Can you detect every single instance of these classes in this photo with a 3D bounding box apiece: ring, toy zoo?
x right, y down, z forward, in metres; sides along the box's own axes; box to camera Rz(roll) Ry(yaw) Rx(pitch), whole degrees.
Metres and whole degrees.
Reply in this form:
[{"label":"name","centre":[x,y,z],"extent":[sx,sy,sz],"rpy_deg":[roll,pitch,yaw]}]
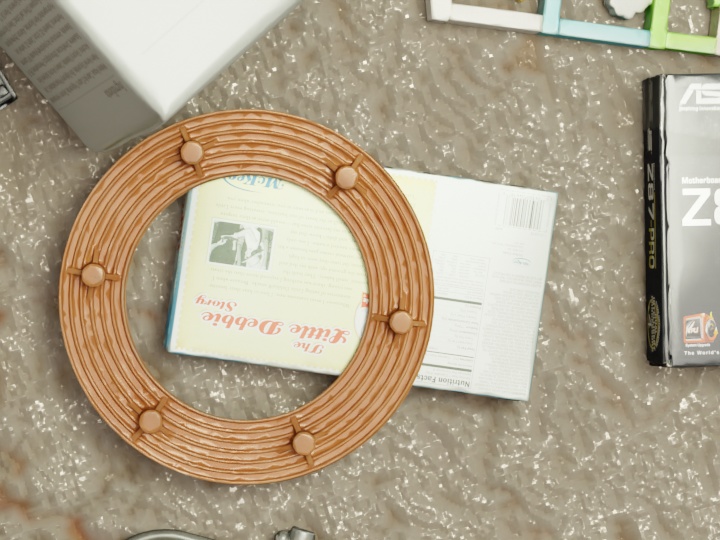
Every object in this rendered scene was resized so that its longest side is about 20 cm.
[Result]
[{"label":"ring","centre":[-0.059,0.015,1.520],"extent":[0.200,0.019,0.201],"rpy_deg":[0,94,-6]},{"label":"toy zoo","centre":[0.112,-0.192,1.570],"extent":[0.200,0.020,0.132],"rpy_deg":[7,91,-8]}]

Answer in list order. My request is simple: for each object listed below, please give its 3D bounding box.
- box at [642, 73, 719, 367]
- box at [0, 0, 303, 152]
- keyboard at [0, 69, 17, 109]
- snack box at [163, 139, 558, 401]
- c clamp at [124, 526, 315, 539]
[{"label":"box","centre":[0.256,-0.028,1.582],"extent":[0.200,0.049,0.162],"rpy_deg":[0,89,-7]},{"label":"box","centre":[-0.100,-0.189,1.443],"extent":[0.199,0.200,0.171],"rpy_deg":[-43,99,-12]},{"label":"keyboard","centre":[-0.246,-0.169,1.525],"extent":[0.127,0.021,0.200],"rpy_deg":[-32,97,-4]},{"label":"snack box","centre":[0.000,0.000,1.554],"extent":[0.200,0.037,0.116],"rpy_deg":[8,91,-8]},{"label":"c clamp","centre":[-0.077,0.226,1.558],"extent":[0.171,0.027,0.200],"rpy_deg":[21,89,-8]}]
